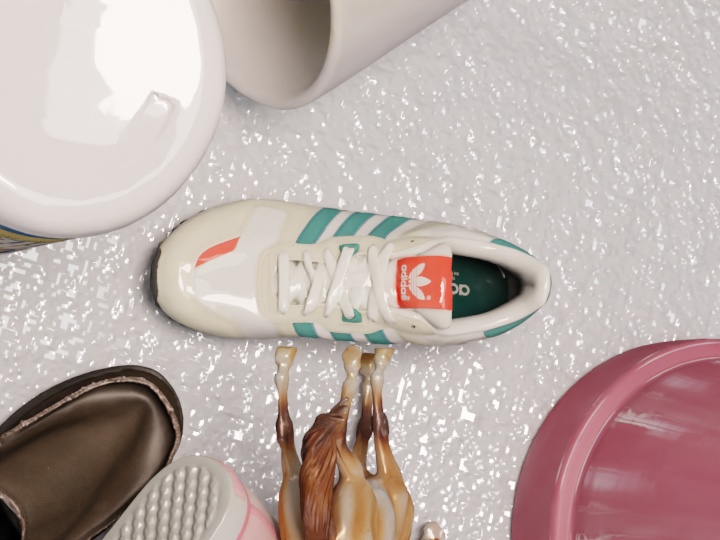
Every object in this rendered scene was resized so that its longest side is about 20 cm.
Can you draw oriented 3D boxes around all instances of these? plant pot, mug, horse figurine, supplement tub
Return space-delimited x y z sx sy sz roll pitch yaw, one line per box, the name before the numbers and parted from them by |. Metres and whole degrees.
plant pot | 0.199 0.133 1.448 0.199 0.179 0.201 1 87 -22
mug | 0.007 -0.180 1.389 0.153 0.187 0.150 -25 78 -31
horse figurine | -0.003 0.103 1.384 0.050 0.200 0.133 -3 86 15
supplement tub | -0.156 -0.082 1.293 0.144 0.200 0.146 1 87 -22

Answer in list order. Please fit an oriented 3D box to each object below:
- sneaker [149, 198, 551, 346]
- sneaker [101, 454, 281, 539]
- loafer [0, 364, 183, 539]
sneaker | 0.000 0.000 1.415 0.199 0.093 0.071 5 85 -23
sneaker | -0.108 0.182 1.368 0.200 0.075 0.105 -45 141 2
loafer | -0.159 0.114 1.352 0.200 0.071 0.073 -36 101 -21
